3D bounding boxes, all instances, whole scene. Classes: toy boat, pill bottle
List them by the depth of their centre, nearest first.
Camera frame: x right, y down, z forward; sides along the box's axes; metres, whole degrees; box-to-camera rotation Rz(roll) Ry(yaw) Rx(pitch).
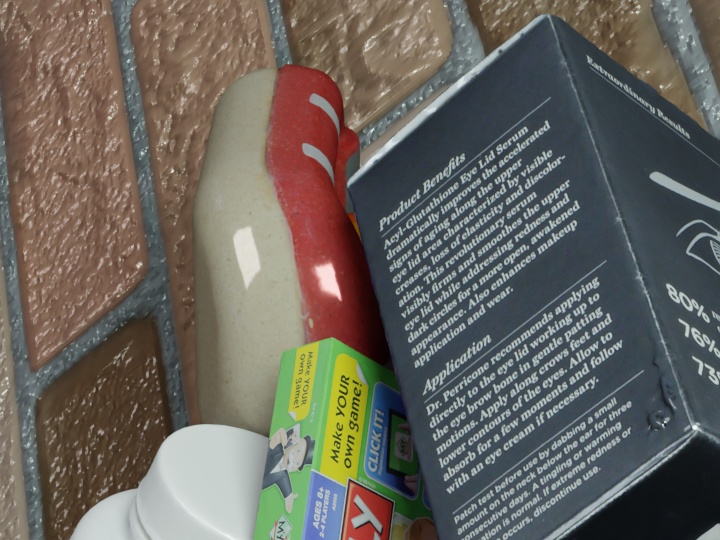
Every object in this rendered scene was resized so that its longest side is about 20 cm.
[{"bbox_3d":[-0.078,0.160,0.976,0.201,0.109,0.109,-64,33,25],"label":"pill bottle"},{"bbox_3d":[0.000,0.000,1.042,0.200,0.130,0.131,-86,-3,-64],"label":"toy boat"}]

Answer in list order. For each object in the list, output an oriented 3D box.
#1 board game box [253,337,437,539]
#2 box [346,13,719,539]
[{"bbox_3d":[0.013,0.142,0.909,0.029,0.134,0.201,-17,54,40],"label":"board game box"},{"bbox_3d":[0.095,0.036,0.881,0.104,0.148,0.201,-39,40,24],"label":"box"}]
